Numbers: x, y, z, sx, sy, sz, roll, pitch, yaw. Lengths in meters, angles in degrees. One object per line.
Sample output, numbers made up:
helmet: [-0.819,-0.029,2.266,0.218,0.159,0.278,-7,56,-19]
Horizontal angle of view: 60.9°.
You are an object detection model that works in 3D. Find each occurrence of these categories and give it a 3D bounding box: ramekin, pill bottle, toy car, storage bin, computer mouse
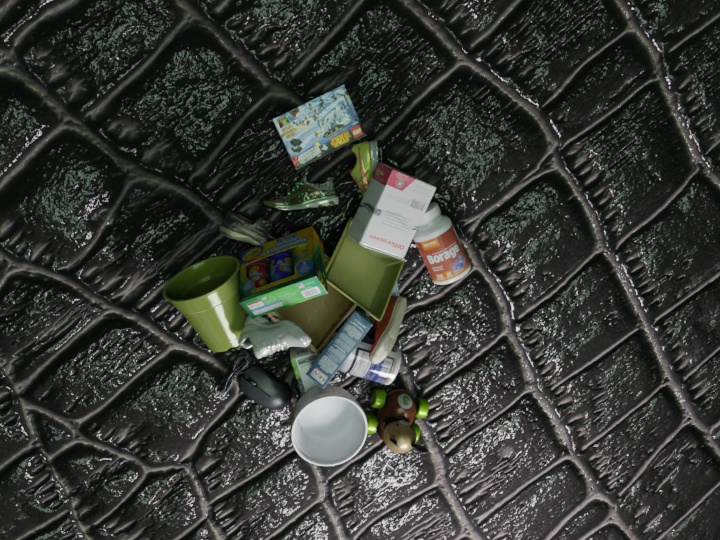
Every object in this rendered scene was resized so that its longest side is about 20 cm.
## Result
ramekin: [-0.086,0.396,1.607,0.199,0.105,0.202,-3,106,-10]
pill bottle: [0.205,-0.073,1.623,0.112,0.112,0.201,-28,107,-2]
toy car: [0.112,0.434,1.685,0.163,0.200,0.159,15,101,-13]
pill bottle: [0.000,0.231,1.663,0.199,0.111,0.112,19,100,-14]
storage bin: [-0.121,0.082,1.578,0.199,0.094,0.200,46,70,-16]
computer mouse: [-0.275,0.321,1.665,0.199,0.053,0.139,33,95,-16]

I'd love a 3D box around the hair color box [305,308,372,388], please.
hair color box: [-0.051,0.195,1.549,0.060,0.100,0.200,39,90,2]

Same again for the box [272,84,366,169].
box: [-0.103,-0.358,1.535,0.199,0.040,0.138,-26,106,-3]

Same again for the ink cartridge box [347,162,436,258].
ink cartridge box: [0.077,-0.147,1.529,0.145,0.085,0.201,17,103,-33]

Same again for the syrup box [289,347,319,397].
syrup box: [-0.129,0.305,1.673,0.078,0.081,0.201,-16,105,-5]

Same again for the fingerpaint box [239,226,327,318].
fingerpaint box: [-0.188,0.003,1.475,0.199,0.168,0.073,-18,137,12]

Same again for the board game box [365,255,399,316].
board game box: [0.048,0.020,1.666,0.102,0.019,0.201,-11,105,-9]

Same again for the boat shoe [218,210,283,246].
boat shoe: [-0.256,-0.100,1.554,0.199,0.075,0.074,16,101,-15]

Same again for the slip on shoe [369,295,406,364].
slip on shoe: [0.063,0.155,1.627,0.061,0.074,0.201,11,65,26]

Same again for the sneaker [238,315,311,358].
sneaker: [-0.209,0.172,1.474,0.078,0.199,0.100,57,48,-44]

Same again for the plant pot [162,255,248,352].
plant pot: [-0.361,0.095,1.538,0.199,0.200,0.191,-21,118,-4]

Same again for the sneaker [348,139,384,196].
sneaker: [0.014,-0.237,1.577,0.090,0.078,0.201,5,110,15]

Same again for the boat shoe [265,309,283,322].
boat shoe: [-0.216,0.094,1.614,0.071,0.068,0.202,-2,102,-8]

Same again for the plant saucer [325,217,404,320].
plant saucer: [0.000,0.000,1.573,0.200,0.048,0.200,39,56,-23]

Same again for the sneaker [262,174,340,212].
sneaker: [-0.152,-0.197,1.560,0.199,0.077,0.089,-8,92,-13]
